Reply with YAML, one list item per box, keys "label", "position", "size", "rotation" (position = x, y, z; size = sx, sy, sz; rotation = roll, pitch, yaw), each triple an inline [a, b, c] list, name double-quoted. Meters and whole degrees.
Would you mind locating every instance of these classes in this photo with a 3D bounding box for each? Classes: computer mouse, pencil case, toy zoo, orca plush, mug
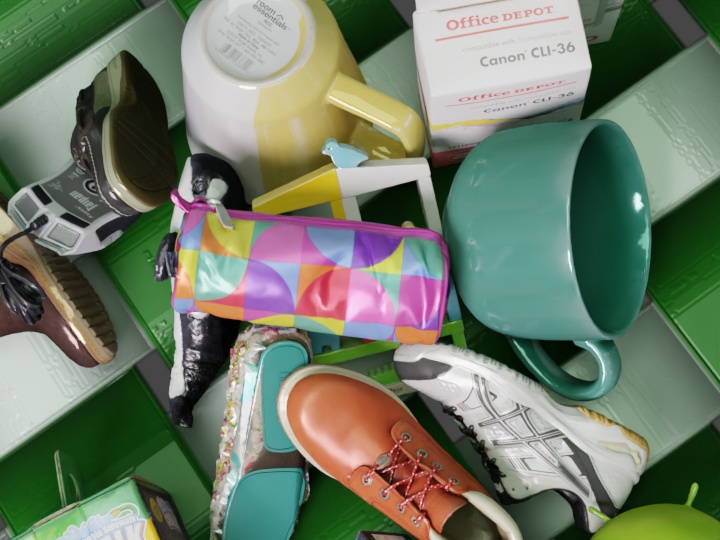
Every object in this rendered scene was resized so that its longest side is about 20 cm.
- label: "computer mouse"
  position: [-0.222, -0.034, 1.049]
  size: [0.109, 0.200, 0.044]
  rotation: [36, 126, 12]
- label: "pencil case"
  position: [-0.036, 0.000, 0.963]
  size: [0.199, 0.088, 0.089]
  rotation: [8, 77, -3]
- label: "toy zoo"
  position: [0.000, 0.000, 1.023]
  size: [0.130, 0.020, 0.201]
  rotation: [-14, 109, 1]
- label: "orca plush"
  position: [-0.102, 0.017, 1.032]
  size: [0.071, 0.105, 0.201]
  rotation: [6, 77, 21]
- label: "mug"
  position: [0.126, -0.012, 1.001]
  size: [0.114, 0.152, 0.186]
  rotation: [-1, 70, 33]
- label: "mug"
  position: [-0.050, -0.145, 1.046]
  size: [0.185, 0.153, 0.150]
  rotation: [-6, 72, 1]

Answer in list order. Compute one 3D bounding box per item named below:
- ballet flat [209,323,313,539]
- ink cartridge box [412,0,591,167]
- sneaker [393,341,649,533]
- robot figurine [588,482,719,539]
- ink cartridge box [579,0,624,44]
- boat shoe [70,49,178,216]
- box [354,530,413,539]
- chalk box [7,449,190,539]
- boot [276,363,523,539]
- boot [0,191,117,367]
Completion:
- label: "ballet flat"
  position: [-0.073, 0.129, 1.022]
  size: [0.075, 0.064, 0.201]
  rotation: [6, 102, -27]
- label: "ink cartridge box"
  position: [0.100, -0.144, 1.013]
  size: [0.116, 0.200, 0.068]
  rotation: [-11, 75, 2]
- label: "sneaker"
  position: [0.106, 0.119, 1.001]
  size: [0.199, 0.076, 0.088]
  rotation: [27, 85, -1]
- label: "robot figurine"
  position: [0.212, 0.250, 0.948]
  size: [0.174, 0.116, 0.201]
  rotation: [-14, 77, 14]
- label: "ink cartridge box"
  position: [0.121, -0.226, 1.033]
  size: [0.146, 0.200, 0.083]
  rotation: [-10, 79, 2]
- label: "boat shoe"
  position: [-0.184, -0.094, 1.056]
  size: [0.066, 0.072, 0.201]
  rotation: [-35, 33, 15]
- label: "box"
  position: [0.034, 0.290, 0.909]
  size: [0.200, 0.051, 0.158]
  rotation: [41, 112, 47]
- label: "chalk box"
  position: [-0.178, 0.225, 0.984]
  size: [0.123, 0.124, 0.201]
  rotation: [-28, 75, -3]
- label: "boot"
  position: [0.030, 0.137, 0.964]
  size: [0.200, 0.107, 0.075]
  rotation: [38, 86, -9]
- label: "boot"
  position: [-0.298, 0.041, 1.079]
  size: [0.166, 0.072, 0.200]
  rotation: [-45, 78, 6]
